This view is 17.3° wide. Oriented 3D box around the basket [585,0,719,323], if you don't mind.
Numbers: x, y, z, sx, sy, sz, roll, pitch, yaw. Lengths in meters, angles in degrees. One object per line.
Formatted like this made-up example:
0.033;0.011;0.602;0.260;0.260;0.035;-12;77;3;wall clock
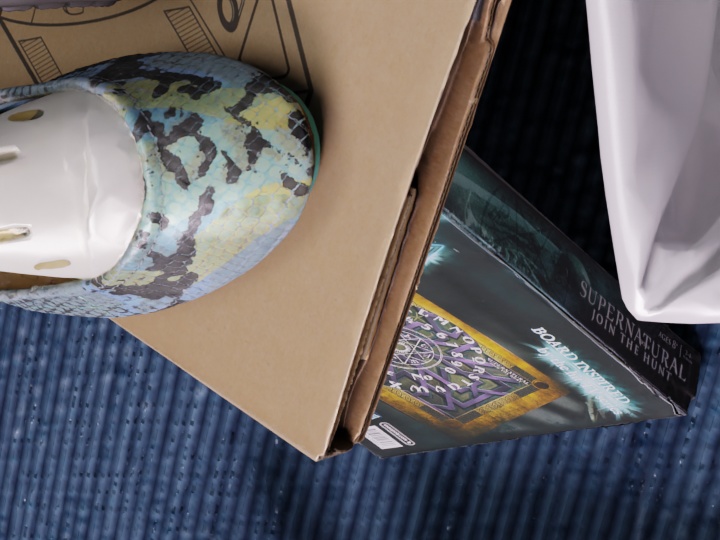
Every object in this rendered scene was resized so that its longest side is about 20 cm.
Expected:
0.132;-0.094;0.634;0.135;0.123;0.200;-4;97;12;basket

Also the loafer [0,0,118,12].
-0.136;-0.130;0.657;0.200;0.073;0.071;31;116;32;loafer

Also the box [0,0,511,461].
-0.054;-0.065;0.662;0.200;0.021;0.164;31;114;32;box

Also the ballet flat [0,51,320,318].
-0.103;-0.017;0.651;0.200;0.074;0.074;-10;93;40;ballet flat

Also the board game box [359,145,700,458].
0.000;0.000;0.757;0.135;0.200;0.028;-11;54;38;board game box
